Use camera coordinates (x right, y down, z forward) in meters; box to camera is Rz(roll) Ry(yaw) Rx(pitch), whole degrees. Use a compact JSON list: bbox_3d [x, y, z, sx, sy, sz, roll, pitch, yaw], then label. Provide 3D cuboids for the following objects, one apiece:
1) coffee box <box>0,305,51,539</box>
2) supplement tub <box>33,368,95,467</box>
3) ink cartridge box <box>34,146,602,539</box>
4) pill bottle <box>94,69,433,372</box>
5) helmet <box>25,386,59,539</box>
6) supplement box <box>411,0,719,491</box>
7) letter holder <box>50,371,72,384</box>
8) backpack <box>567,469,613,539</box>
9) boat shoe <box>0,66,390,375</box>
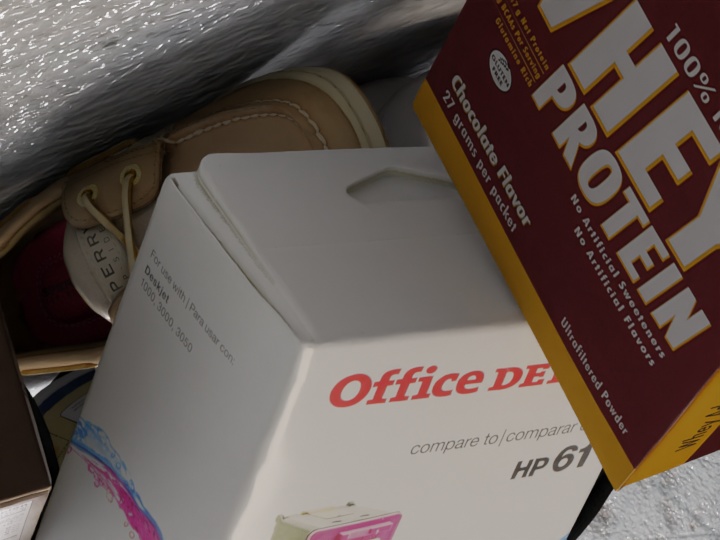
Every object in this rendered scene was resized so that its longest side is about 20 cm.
[{"bbox_3d":[-0.148,0.037,0.836,0.079,0.115,0.200,-17,171,-12],"label":"coffee box"},{"bbox_3d":[-0.058,0.122,1.175,0.144,0.145,0.200,-18,-162,-31],"label":"supplement tub"},{"bbox_3d":[-0.010,0.065,0.867,0.144,0.085,0.200,-6,131,-36],"label":"ink cartridge box"},{"bbox_3d":[0.000,0.000,1.008,0.114,0.114,0.200,-16,170,-43],"label":"pill bottle"},{"bbox_3d":[-0.194,0.134,1.083,0.199,0.191,0.200,-22,173,-3],"label":"helmet"},{"bbox_3d":[0.150,-0.066,0.755,0.199,0.133,0.197,-19,160,-24],"label":"supplement box"},{"bbox_3d":[-0.155,0.148,1.346,0.200,0.100,0.142,-51,179,-11],"label":"letter holder"},{"bbox_3d":[0.067,0.046,1.375,0.200,0.168,0.163,-54,-179,-8],"label":"backpack"},{"bbox_3d":[-0.068,-0.006,0.918,0.069,0.074,0.200,-24,176,-42],"label":"boat shoe"}]
